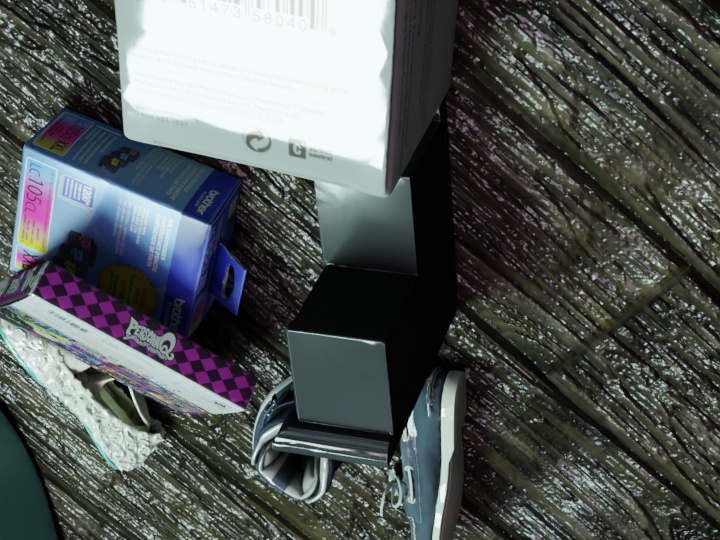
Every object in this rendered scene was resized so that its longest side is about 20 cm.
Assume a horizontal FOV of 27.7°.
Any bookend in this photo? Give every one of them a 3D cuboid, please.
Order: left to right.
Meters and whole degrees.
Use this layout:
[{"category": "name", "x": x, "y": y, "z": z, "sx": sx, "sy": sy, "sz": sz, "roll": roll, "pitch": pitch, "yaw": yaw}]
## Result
[{"category": "bookend", "x": 0.000, "y": 0.000, "z": 1.073, "sx": 0.091, "sy": 0.201, "sz": 0.201, "roll": 6, "pitch": 126, "yaw": 17}]

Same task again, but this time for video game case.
[{"category": "video game case", "x": -0.203, "y": 0.061, "z": 1.221, "sx": 0.199, "sy": 0.036, "sz": 0.181, "roll": 31, "pitch": 163, "yaw": -19}]

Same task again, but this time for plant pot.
[{"category": "plant pot", "x": -0.400, "y": 0.239, "z": 1.450, "sx": 0.140, "sy": 0.141, "sz": 0.202, "roll": 6, "pitch": 118, "yaw": 18}]

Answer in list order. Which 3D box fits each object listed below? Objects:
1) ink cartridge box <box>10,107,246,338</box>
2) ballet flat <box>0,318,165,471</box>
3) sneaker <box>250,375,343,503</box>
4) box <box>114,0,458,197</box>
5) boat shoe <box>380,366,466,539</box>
[{"category": "ink cartridge box", "x": -0.181, "y": -0.031, "z": 1.208, "sx": 0.198, "sy": 0.077, "sz": 0.137, "roll": 21, "pitch": 129, "yaw": 5}, {"category": "ballet flat", "x": -0.247, "y": 0.097, "z": 1.337, "sx": 0.071, "sy": 0.072, "sz": 0.201, "roll": -18, "pitch": 121, "yaw": 31}, {"category": "sneaker", "x": -0.060, "y": 0.153, "z": 1.242, "sx": 0.076, "sy": 0.147, "sz": 0.203, "roll": 30, "pitch": 131, "yaw": -3}, {"category": "box", "x": -0.043, "y": -0.190, "z": 0.975, "sx": 0.197, "sy": 0.172, "sz": 0.202, "roll": 13, "pitch": 128, "yaw": 13}, {"category": "boat shoe", "x": 0.054, "y": 0.171, "z": 1.252, "sx": 0.061, "sy": 0.075, "sz": 0.202, "roll": 9, "pitch": 125, "yaw": 14}]
